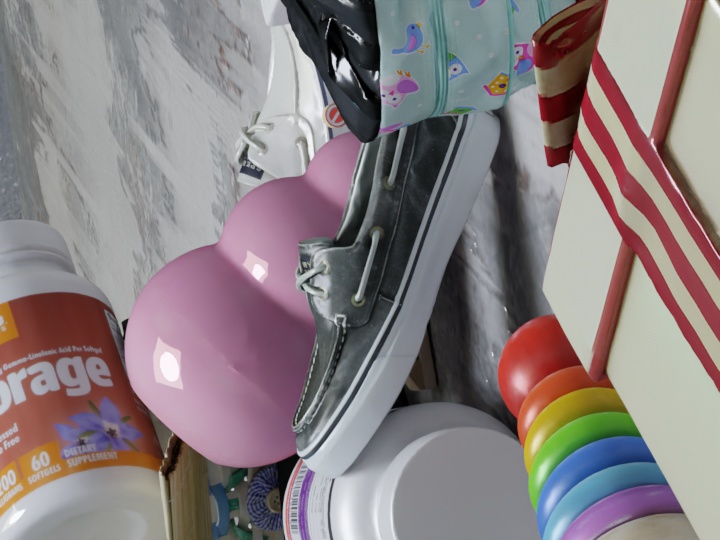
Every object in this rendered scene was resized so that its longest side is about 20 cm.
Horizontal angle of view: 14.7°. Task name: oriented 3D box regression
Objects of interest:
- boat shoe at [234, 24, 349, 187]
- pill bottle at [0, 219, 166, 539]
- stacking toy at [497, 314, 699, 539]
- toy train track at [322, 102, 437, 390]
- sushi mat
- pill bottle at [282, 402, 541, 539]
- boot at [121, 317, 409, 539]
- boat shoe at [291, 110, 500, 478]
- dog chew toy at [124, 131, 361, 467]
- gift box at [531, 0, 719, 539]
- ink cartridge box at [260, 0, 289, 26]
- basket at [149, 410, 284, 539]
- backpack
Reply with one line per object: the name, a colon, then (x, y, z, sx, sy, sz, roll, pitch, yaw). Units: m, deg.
boat shoe: (-0.041, -0.069, 1.683, 0.071, 0.069, 0.201, -153, 54, -74)
pill bottle: (-0.184, 0.074, 1.617, 0.112, 0.112, 0.201, 99, 153, -54)
stacking toy: (0.105, 0.085, 1.196, 0.200, 0.085, 0.086, -107, 13, -55)
toy train track: (0.009, -0.030, 1.581, 0.115, 0.032, 0.201, 175, 84, -77)
sushi mat: (-0.095, 0.175, 1.582, 0.096, 0.012, 0.201, -77, -14, -62)
pill bottle: (0.032, 0.124, 1.428, 0.200, 0.111, 0.112, 158, 102, -76)
boot: (-0.044, 0.111, 1.626, 0.066, 0.164, 0.201, -168, 69, -82)
boat shoe: (0.000, 0.000, 1.377, 0.201, 0.071, 0.072, -69, 15, -3)
dog chew toy: (-0.034, 0.008, 1.502, 0.124, 0.200, 0.125, 41, -178, -2)
gift box: (0.160, -0.023, 0.663, 0.187, 0.184, 0.200, 61, 155, 31)
ink cartridge box: (-0.017, -0.224, 1.479, 0.200, 0.067, 0.116, 119, 140, -69)
basket: (-0.075, 0.110, 1.743, 0.139, 0.200, 0.177, -4, 100, 35)
backpack: (0.016, -0.159, 1.264, 0.167, 0.126, 0.201, 79, 172, -52)
